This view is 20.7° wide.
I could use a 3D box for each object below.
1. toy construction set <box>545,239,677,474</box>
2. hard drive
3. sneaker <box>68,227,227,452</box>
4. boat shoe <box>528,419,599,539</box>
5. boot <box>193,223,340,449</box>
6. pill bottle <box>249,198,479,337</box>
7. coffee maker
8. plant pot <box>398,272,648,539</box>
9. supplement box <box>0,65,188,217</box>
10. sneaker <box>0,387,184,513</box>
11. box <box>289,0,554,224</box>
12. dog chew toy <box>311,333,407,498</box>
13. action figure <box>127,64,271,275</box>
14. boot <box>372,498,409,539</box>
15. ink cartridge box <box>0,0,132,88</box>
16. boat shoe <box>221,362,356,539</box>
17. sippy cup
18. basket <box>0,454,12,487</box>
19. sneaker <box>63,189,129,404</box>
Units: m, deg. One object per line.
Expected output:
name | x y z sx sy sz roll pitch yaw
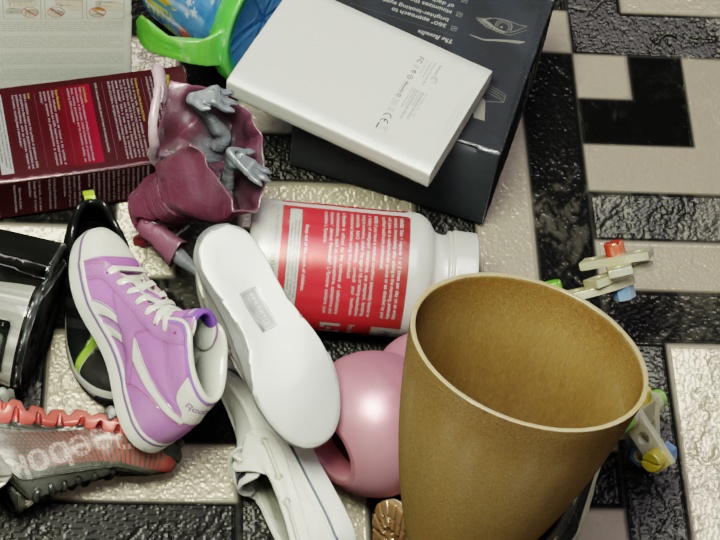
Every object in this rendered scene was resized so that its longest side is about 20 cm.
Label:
toy construction set | 0.202 0.075 1.679 0.092 0.131 0.200 -2 87 -49
hard drive | 0.000 -0.167 1.749 0.200 0.026 0.132 25 59 11
sneaker | -0.164 0.035 1.608 0.073 0.114 0.201 -2 61 -48
boat shoe | 0.165 0.137 1.621 0.072 0.068 0.200 13 95 31
boot | -0.078 0.059 1.622 0.074 0.096 0.200 -23 80 -11
pill bottle | 0.000 0.000 1.727 0.200 0.112 0.112 5 57 -3
coffee maker | -0.353 0.003 1.663 0.200 0.135 0.192 15 45 -3
plant pot | 0.103 0.137 1.527 0.186 0.200 0.186 12 34 -8
supplement box | -0.250 -0.118 1.803 0.200 0.061 0.109 -8 59 -11
sneaker | -0.248 0.156 1.624 0.200 0.071 0.098 10 73 -13
box | 0.056 -0.177 1.844 0.197 0.117 0.200 18 57 6
dog chew toy | 0.050 0.108 1.663 0.200 0.125 0.125 -28 64 -31
action figure | -0.161 -0.066 1.704 0.149 0.200 0.134 21 56 -26
boot | 0.095 0.256 1.608 0.107 0.075 0.200 -19 55 -39
ink cartridge box | -0.288 -0.228 1.786 0.160 0.200 0.047 -1 58 -8
boat shoe | -0.076 0.162 1.636 0.065 0.074 0.200 -21 61 -24
sippy cup | -0.135 -0.263 1.877 0.130 0.178 0.140 29 101 24
basket | -0.399 0.162 1.527 0.200 0.136 0.123 -41 60 0
sneaker | -0.227 0.021 1.703 0.072 0.083 0.200 -11 59 -13
